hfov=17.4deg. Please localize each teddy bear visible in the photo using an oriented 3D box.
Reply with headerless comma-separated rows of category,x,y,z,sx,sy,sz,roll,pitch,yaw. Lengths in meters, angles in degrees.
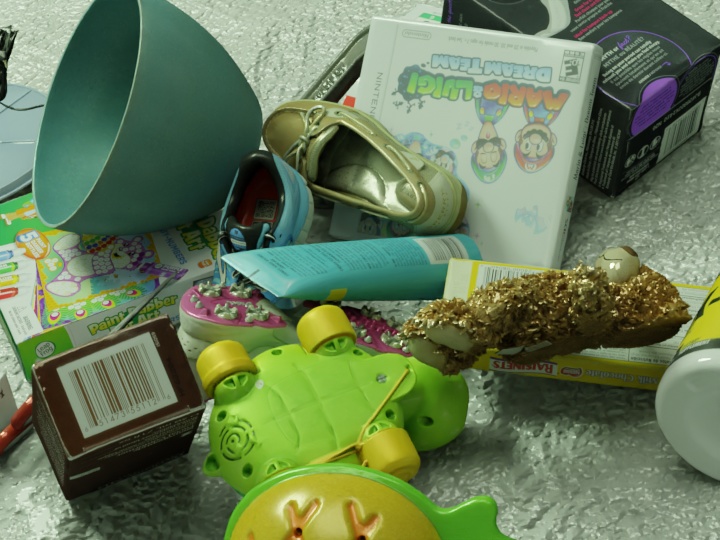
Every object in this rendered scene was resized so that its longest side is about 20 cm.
teddy bear,0.123,0.024,1.606,0.200,0.145,0.067,-12,74,1

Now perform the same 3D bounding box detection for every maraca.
maraca,0.008,0.192,1.497,0.200,0.137,0.107,5,12,12

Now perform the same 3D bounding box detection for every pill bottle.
pill bottle,0.287,0.045,1.617,0.114,0.114,0.200,9,41,26

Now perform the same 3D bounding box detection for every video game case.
video game case,0.081,-0.099,1.842,0.200,0.182,0.024,11,-1,29

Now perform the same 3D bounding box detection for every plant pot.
plant pot,-0.157,-0.112,1.851,0.135,0.200,0.200,17,27,-26

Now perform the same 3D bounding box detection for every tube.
tube,0.000,0.000,1.739,0.200,0.050,0.077,-2,17,-37

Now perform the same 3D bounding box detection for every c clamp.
c clamp,0.009,-0.123,1.923,0.200,0.027,0.171,-45,50,13

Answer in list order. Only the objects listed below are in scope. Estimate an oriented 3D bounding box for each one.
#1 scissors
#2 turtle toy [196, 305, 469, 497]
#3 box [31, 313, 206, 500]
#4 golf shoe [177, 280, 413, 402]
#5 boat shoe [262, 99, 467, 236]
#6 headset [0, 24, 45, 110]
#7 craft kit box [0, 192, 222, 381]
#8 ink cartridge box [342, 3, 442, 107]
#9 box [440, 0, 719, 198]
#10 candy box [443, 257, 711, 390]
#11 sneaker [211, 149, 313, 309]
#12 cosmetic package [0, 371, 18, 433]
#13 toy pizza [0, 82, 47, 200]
scissors,-0.210,0.069,1.776,0.014,0.073,0.200,40,49,3
turtle toy,-0.016,0.108,1.630,0.200,0.101,0.146,-19,60,-14
box,-0.169,0.097,1.616,0.100,0.200,0.075,-21,82,-11
golf shoe,-0.044,0.066,1.710,0.200,0.092,0.075,10,21,-19
boat shoe,-0.008,-0.084,1.836,0.201,0.073,0.063,34,12,33
headset,-0.221,-0.155,2.004,0.200,0.094,0.124,4,13,-25
craft kit box,-0.205,-0.011,1.896,0.197,0.049,0.200,-19,37,-14
ink cartridge box,0.057,-0.148,1.999,0.161,0.050,0.200,19,44,35
box,0.174,-0.173,1.903,0.200,0.106,0.122,39,56,25
candy box,0.158,0.040,1.703,0.200,0.026,0.102,7,41,5
sneaker,-0.088,-0.001,1.769,0.078,0.090,0.200,-1,67,13
cosmetic package,-0.366,0.144,1.727,0.151,0.052,0.200,7,40,27
toy pizza,-0.351,-0.099,2.063,0.200,0.032,0.200,-9,37,7
